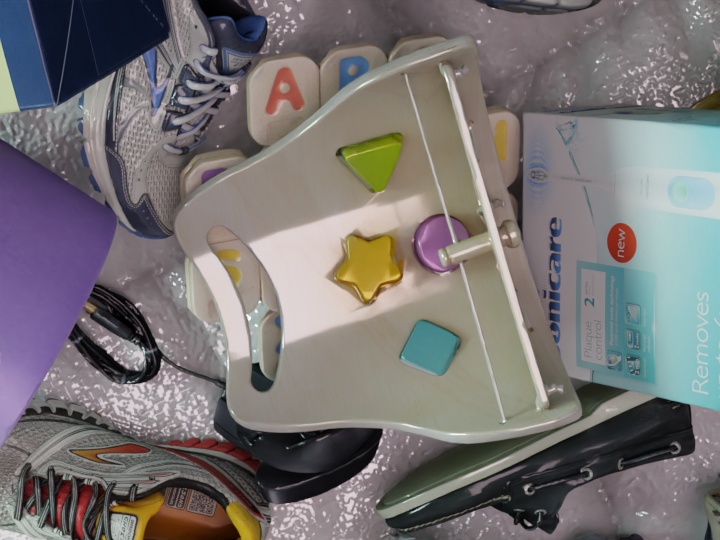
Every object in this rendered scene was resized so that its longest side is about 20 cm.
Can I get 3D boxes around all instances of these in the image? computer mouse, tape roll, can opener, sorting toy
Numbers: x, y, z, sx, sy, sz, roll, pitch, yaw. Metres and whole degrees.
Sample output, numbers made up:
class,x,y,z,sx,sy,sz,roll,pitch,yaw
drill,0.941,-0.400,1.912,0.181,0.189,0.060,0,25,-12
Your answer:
class,x,y,z,sx,sy,sz,roll,pitch,yaw
computer mouse,-0.085,0.067,1.011,0.199,0.034,0.059,27,102,-14
tape roll,-0.213,0.032,0.897,0.085,0.200,0.201,33,100,-16
can opener,0.019,0.058,0.995,0.199,0.079,0.064,-31,70,-14
sorting toy,0.000,0.000,0.917,0.179,0.107,0.202,-16,94,1

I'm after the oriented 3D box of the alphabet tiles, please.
class,x,y,z,sx,sy,sz,roll,pitch,yaw
alphabet tiles,-0.002,-0.031,0.970,0.198,0.015,0.197,-11,120,-19

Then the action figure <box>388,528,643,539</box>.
class,x,y,z,sx,sy,sz,roll,pitch,yaw
action figure,0.089,0.193,1.028,0.198,0.130,0.070,8,105,-21

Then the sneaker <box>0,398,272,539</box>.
class,x,y,z,sx,sy,sz,roll,pitch,yaw
sneaker,-0.146,0.126,0.995,0.198,0.082,0.078,7,106,-8

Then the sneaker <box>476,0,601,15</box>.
class,x,y,z,sx,sy,sz,roll,pitch,yaw
sneaker,0.038,-0.190,0.943,0.198,0.074,0.088,5,94,-16

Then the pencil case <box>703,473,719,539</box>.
class,x,y,z,sx,sy,sz,roll,pitch,yaw
pencil case,0.231,0.231,1.075,0.077,0.090,0.202,9,107,-4

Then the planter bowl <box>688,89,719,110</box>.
class,x,y,z,sx,sy,sz,roll,pitch,yaw
planter bowl,0.253,-0.006,1.009,0.199,0.084,0.202,-2,107,-7

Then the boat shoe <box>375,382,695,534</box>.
class,x,y,z,sx,sy,sz,roll,pitch,yaw
boat shoe,0.109,0.121,1.032,0.198,0.074,0.067,-25,98,-8

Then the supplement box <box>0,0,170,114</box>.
class,x,y,z,sx,sy,sz,roll,pitch,yaw
supplement box,-0.225,-0.177,0.832,0.198,0.134,0.202,-5,108,20

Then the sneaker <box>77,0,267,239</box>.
class,x,y,z,sx,sy,sz,roll,pitch,yaw
sneaker,-0.095,-0.111,0.920,0.085,0.077,0.202,9,108,21

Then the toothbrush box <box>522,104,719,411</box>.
class,x,y,z,sx,sy,sz,roll,pitch,yaw
toothbrush box,0.182,-0.010,0.926,0.085,0.199,0.148,-8,103,-38
